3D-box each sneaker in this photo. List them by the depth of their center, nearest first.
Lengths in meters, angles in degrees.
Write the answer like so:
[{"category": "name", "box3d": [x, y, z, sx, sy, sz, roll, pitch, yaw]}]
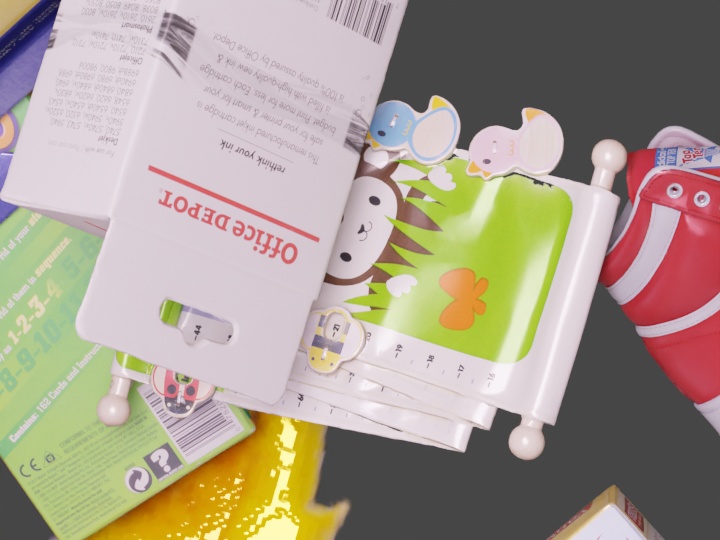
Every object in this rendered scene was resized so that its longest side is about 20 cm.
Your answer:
[{"category": "sneaker", "box3d": [0.177, -0.036, 1.044, 0.200, 0.071, 0.112, -43, 95, 16]}]

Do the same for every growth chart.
[{"category": "growth chart", "box3d": [0.000, 0.000, 1.067, 0.200, 0.018, 0.145, 6, 82, 19]}]

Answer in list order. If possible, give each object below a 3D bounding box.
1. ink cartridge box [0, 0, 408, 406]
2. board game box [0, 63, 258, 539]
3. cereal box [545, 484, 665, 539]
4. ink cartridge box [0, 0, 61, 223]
[{"category": "ink cartridge box", "box3d": [-0.058, -0.062, 1.020, 0.068, 0.116, 0.200, 11, 82, 44]}, {"category": "board game box", "box3d": [-0.136, 0.006, 1.112, 0.095, 0.030, 0.200, -32, 102, 7]}, {"category": "cereal box", "box3d": [0.115, 0.207, 1.115, 0.144, 0.040, 0.200, -41, 91, 12]}, {"category": "ink cartridge box", "box3d": [-0.190, -0.102, 1.048, 0.198, 0.047, 0.200, -42, 101, 11]}]
